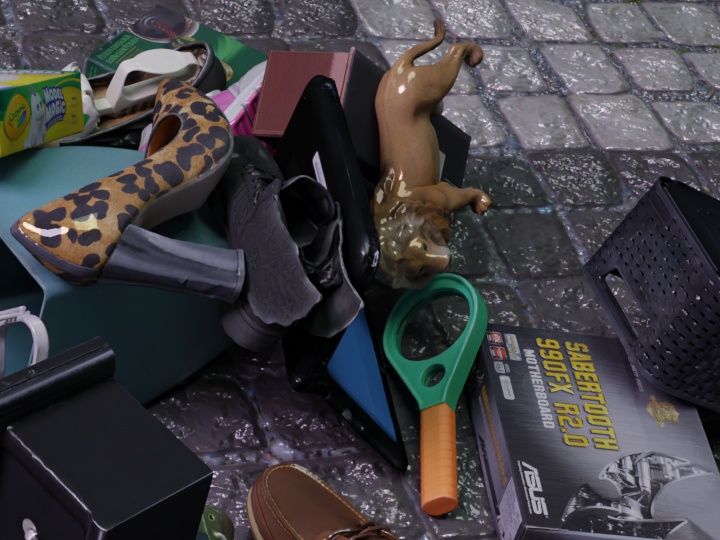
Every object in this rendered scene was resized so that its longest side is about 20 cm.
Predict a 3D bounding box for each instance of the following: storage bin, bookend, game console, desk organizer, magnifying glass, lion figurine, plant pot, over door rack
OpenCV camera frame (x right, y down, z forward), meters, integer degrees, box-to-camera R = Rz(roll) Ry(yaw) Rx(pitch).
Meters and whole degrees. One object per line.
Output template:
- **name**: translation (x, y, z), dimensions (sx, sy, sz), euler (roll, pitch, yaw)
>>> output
- **storage bin**: translation (0.277, 0.030, 1.284), dimensions (0.199, 0.094, 0.136), euler (21, 31, -35)
- **bookend**: translation (-0.123, 0.180, 0.908), dimensions (0.200, 0.200, 0.092), euler (39, 40, 25)
- **game console**: translation (0.000, 0.000, 1.185), dimensions (0.115, 0.177, 0.201), euler (12, 36, -23)
- **desk organizer**: translation (0.004, -0.103, 1.346), dimensions (0.076, 0.073, 0.200), euler (6, -12, 31)
- **magnifying glass**: translation (0.052, 0.082, 1.219), dimensions (0.079, 0.022, 0.202), euler (-22, 43, 22)
- **lion figurine**: translation (0.039, -0.087, 1.281), dimensions (0.072, 0.203, 0.122), euler (-11, -4, 39)
- **plant pot**: translation (-0.170, 0.003, 1.162), dimensions (0.199, 0.142, 0.141), euler (-15, 48, -39)
- **over door rack**: translation (-0.296, 0.055, 1.058), dimensions (0.147, 0.068, 0.199), euler (-9, 10, -40)

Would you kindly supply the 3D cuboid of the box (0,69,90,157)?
- **box**: translation (-0.257, -0.106, 1.157), dimensions (0.116, 0.049, 0.200), euler (1, 8, 8)

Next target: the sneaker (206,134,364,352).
- **sneaker**: translation (-0.047, -0.029, 1.091), dimensions (0.059, 0.104, 0.201), euler (16, 46, -26)

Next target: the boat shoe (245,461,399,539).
- **boat shoe**: translation (0.004, 0.182, 1.063), dimensions (0.071, 0.068, 0.200), euler (-16, 49, -36)

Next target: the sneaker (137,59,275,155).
- **sneaker**: translation (-0.117, -0.097, 1.324), dimensions (0.088, 0.082, 0.200), euler (20, 51, 36)

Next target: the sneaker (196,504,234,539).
- **sneaker**: translation (-0.097, 0.176, 1.029), dimensions (0.199, 0.068, 0.090), euler (32, 45, 23)

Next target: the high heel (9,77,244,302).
- **high heel**: translation (-0.151, -0.068, 1.087), dimensions (0.141, 0.072, 0.201), euler (11, 41, -26)

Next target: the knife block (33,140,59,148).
- **knife block**: translation (-0.337, -0.070, 1.244), dimensions (0.175, 0.064, 0.199), euler (34, 41, 20)

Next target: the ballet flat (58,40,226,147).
- **ballet flat**: translation (-0.195, -0.131, 1.334), dimensions (0.198, 0.069, 0.068), euler (-24, 60, -21)

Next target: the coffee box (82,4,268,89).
- **coffee box**: translation (-0.114, -0.142, 1.438), dimensions (0.198, 0.044, 0.123), euler (27, 39, 12)

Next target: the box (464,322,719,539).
- **box**: translation (0.162, 0.125, 1.212), dimensions (0.156, 0.049, 0.201), euler (7, 39, -13)
